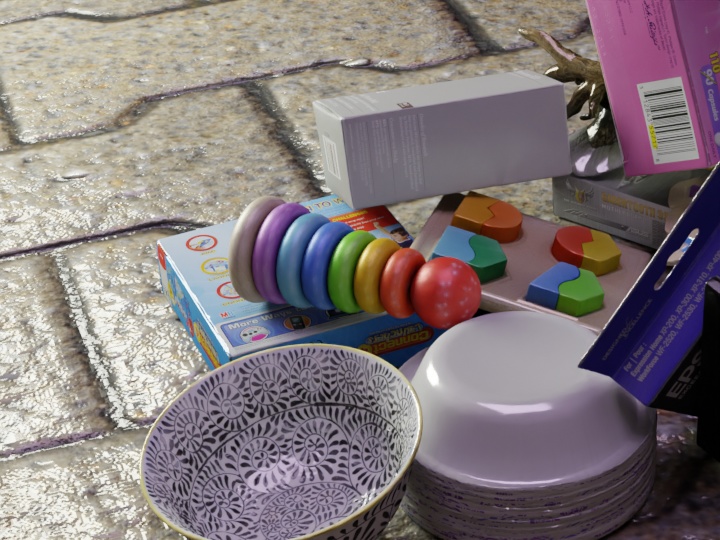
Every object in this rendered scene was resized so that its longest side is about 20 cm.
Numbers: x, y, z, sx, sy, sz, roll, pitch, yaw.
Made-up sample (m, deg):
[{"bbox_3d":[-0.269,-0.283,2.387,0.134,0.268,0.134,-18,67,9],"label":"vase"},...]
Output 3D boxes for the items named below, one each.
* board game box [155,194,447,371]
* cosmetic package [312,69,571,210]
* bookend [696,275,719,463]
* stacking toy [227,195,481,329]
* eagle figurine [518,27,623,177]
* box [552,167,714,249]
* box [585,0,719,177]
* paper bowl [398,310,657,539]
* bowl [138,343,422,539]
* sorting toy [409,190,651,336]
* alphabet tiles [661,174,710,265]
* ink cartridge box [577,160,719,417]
[{"bbox_3d":[-0.045,0.019,1.640,0.199,0.056,0.196,-15,33,-17],"label":"board game box"},{"bbox_3d":[0.071,-0.114,1.697,0.199,0.091,0.107,-13,15,-13],"label":"cosmetic package"},{"bbox_3d":[0.336,0.036,1.384,0.200,0.199,0.092,-38,57,-21],"label":"bookend"},{"bbox_3d":[0.000,0.000,1.523,0.199,0.086,0.085,12,35,28],"label":"stacking toy"},{"bbox_3d":[0.260,-0.168,1.778,0.200,0.151,0.152,3,61,-50],"label":"eagle figurine"},{"bbox_3d":[0.294,-0.075,1.759,0.200,0.048,0.158,21,39,34],"label":"box"},{"bbox_3d":[0.302,-0.189,1.672,0.200,0.177,0.097,-20,10,-38],"label":"box"},{"bbox_3d":[0.116,0.105,1.443,0.200,0.105,0.201,-2,31,1],"label":"paper bowl"},{"bbox_3d":[-0.046,0.151,1.383,0.200,0.094,0.201,-10,36,7],"label":"bowl"},{"bbox_3d":[0.137,-0.009,1.619,0.185,0.037,0.200,18,25,10],"label":"sorting toy"},{"bbox_3d":[0.344,-0.054,1.624,0.195,0.015,0.200,-12,31,22],"label":"alphabet tiles"},{"bbox_3d":[0.264,0.012,1.399,0.043,0.198,0.200,42,16,33],"label":"ink cartridge box"}]
